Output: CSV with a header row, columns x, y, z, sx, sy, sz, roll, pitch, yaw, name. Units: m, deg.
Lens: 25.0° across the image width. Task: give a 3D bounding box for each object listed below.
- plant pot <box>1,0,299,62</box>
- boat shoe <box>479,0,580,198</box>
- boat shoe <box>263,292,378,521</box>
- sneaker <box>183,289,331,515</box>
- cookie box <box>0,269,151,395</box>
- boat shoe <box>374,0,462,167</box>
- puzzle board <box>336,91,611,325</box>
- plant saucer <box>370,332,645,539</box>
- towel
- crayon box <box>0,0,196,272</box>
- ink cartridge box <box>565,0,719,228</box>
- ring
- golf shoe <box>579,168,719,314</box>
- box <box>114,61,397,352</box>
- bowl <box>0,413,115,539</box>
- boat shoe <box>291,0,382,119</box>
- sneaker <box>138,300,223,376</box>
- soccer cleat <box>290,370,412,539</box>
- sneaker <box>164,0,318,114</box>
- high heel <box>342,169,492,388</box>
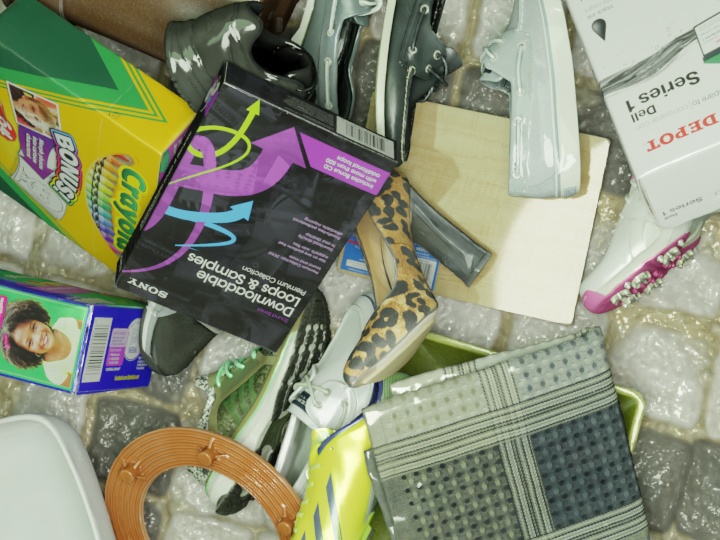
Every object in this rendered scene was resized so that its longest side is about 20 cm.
x,y,z,sx,sy,sz,roll,pitch,yaw,name
-0.149,-0.252,1.283,0.197,0.200,0.201,28,96,2,plant pot
0.127,-0.154,1.262,0.071,0.070,0.203,-6,82,3,boat shoe
-0.025,0.113,1.292,0.066,0.073,0.202,12,92,-30,boat shoe
-0.096,0.096,1.328,0.088,0.077,0.201,29,94,19,sneaker
-0.283,0.041,1.317,0.198,0.171,0.076,12,90,12,cookie box
0.049,-0.176,1.284,0.065,0.075,0.201,4,72,5,boat shoe
0.090,-0.052,1.310,0.198,0.017,0.152,13,94,13,puzzle board
0.108,0.166,1.292,0.198,0.048,0.201,15,94,13,plant saucer
0.109,0.159,1.221,0.198,0.035,0.194,-17,100,-9,towel
-0.218,-0.096,1.291,0.172,0.200,0.058,35,59,11,crayon box
0.247,-0.153,1.201,0.145,0.084,0.201,-23,58,12,ink cartridge box
-0.123,0.217,1.313,0.199,0.019,0.202,12,119,22,ring
0.234,-0.054,1.257,0.200,0.075,0.092,-45,70,4,golf shoe
-0.081,-0.041,1.211,0.142,0.036,0.201,23,123,-16,box
-0.288,0.226,1.358,0.199,0.075,0.201,-20,86,22,bowl
-0.007,-0.210,1.298,0.061,0.073,0.201,26,104,24,boat shoe
-0.096,0.012,1.307,0.115,0.075,0.201,30,97,31,sneaker
-0.017,0.163,1.242,0.083,0.065,0.201,34,86,-10,soccer cleat
-0.063,-0.121,1.217,0.090,0.200,0.076,-22,46,19,sneaker
0.000,0.000,1.240,0.142,0.200,0.072,38,135,6,high heel
